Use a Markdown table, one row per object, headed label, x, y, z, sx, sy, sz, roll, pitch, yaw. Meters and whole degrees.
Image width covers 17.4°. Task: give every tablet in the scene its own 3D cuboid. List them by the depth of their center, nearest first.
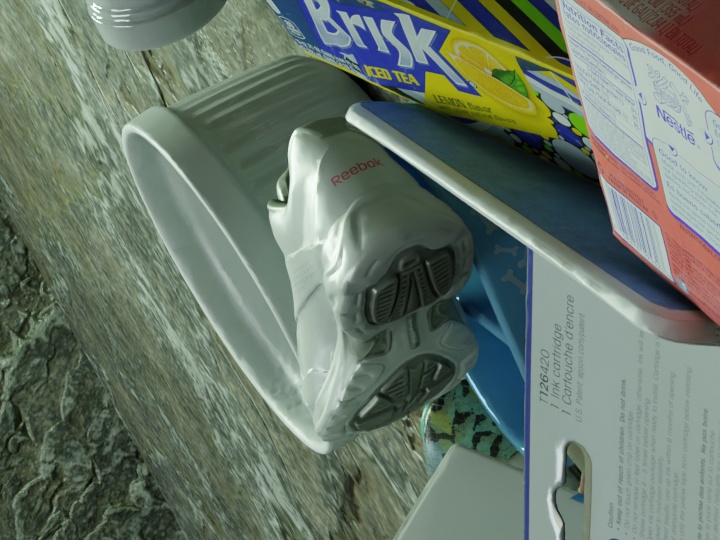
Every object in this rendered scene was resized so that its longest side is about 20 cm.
| label | x | y | z | sx | sy | sz | roll | pitch | yaw |
| --- | --- | --- | --- | --- | --- | --- | --- | --- | --- |
| tablet | 0.091 | -0.017 | 0.723 | 0.200 | 0.130 | 0.014 | 39 | 123 | 57 |

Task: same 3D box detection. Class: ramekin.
| label | x | y | z | sx | sy | sz | roll | pitch | yaw |
| --- | --- | --- | --- | --- | --- | --- | --- | --- | --- |
| ramekin | -0.027 | -0.016 | 1.211 | 0.200 | 0.105 | 0.200 | 54 | 168 | 17 |

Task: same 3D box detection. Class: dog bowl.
| label | x | y | z | sx | sy | sz | roll | pitch | yaw |
| --- | --- | --- | --- | --- | --- | --- | --- | --- | --- |
| dog bowl | 0.064 | 0.005 | 1.028 | 0.111 | 0.050 | 0.200 | 39 | 158 | 57 |

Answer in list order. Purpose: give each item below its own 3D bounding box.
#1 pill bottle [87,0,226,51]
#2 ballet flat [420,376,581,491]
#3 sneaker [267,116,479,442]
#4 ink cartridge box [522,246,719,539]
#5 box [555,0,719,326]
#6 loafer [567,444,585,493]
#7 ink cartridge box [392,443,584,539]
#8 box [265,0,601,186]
| label | x | y | z | sx | sy | sz | roll | pitch | yaw |
| --- | --- | --- | --- | --- | --- | --- | --- | --- | --- |
| pill bottle | -0.131 | -0.208 | 1.150 | 0.104 | 0.104 | 0.200 | 44 | 161 | 49 |
| ballet flat | 0.100 | 0.127 | 1.133 | 0.200 | 0.074 | 0.074 | 50 | 175 | -37 |
| sneaker | 0.000 | 0.000 | 1.015 | 0.100 | 0.078 | 0.200 | 60 | 161 | 26 |
| ink cartridge box | 0.126 | 0.101 | 0.730 | 0.200 | 0.047 | 0.198 | 34 | 132 | 50 |
| box | 0.142 | -0.019 | 0.553 | 0.200 | 0.095 | 0.103 | 45 | 162 | 46 |
| loafer | 0.105 | 0.073 | 0.949 | 0.200 | 0.063 | 0.072 | 72 | -159 | -54 |
| ink cartridge box | 0.099 | 0.195 | 0.942 | 0.147 | 0.145 | 0.200 | 18 | 160 | 44 |
| box | 0.045 | -0.085 | 0.738 | 0.200 | 0.064 | 0.070 | 27 | 163 | 45 |
